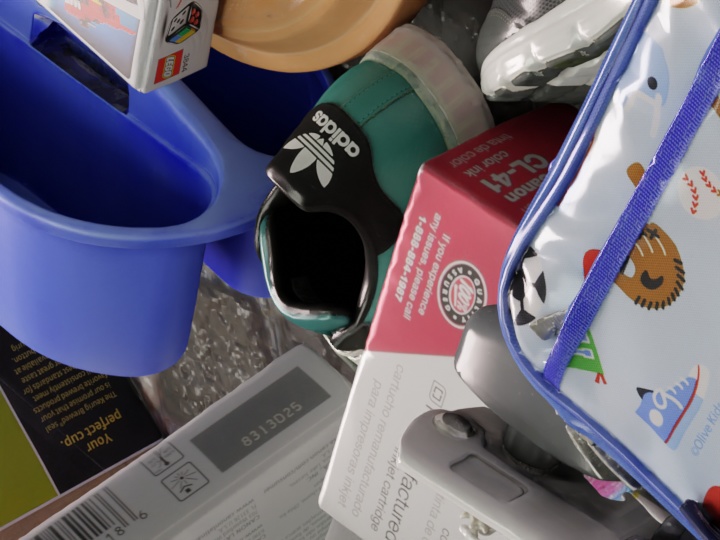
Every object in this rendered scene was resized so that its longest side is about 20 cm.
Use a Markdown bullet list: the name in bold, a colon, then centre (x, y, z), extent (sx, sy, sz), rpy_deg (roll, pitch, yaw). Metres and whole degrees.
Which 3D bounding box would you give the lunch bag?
- **lunch bag**: centre (0.121, -0.012, 0.775), extent (0.160, 0.076, 0.200), rpy_deg (44, 130, 22)

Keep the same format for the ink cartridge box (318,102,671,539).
- **ink cartridge box**: centre (0.097, 0.061, 0.927), extent (0.200, 0.086, 0.148), rpy_deg (35, 126, 28)

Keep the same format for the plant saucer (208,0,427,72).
- **plant saucer**: centre (-0.047, -0.160, 0.976), extent (0.200, 0.032, 0.200), rpy_deg (29, 134, 36)

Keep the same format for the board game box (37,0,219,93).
- **board game box**: centre (-0.118, -0.169, 1.001), extent (0.200, 0.035, 0.126), rpy_deg (42, 139, 26)

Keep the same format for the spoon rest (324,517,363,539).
- **spoon rest**: centre (0.009, 0.127, 0.996), extent (0.061, 0.200, 0.099), rpy_deg (-19, 101, 17)

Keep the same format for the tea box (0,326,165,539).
- **tea box**: centre (-0.220, 0.068, 1.250), extent (0.197, 0.200, 0.134), rpy_deg (60, 144, 3)

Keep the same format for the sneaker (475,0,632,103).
- **sneaker**: centre (0.092, -0.111, 0.878), extent (0.200, 0.074, 0.085), rpy_deg (141, 125, -59)

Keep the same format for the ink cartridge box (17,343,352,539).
- **ink cartridge box**: centre (-0.052, 0.143, 1.095), extent (0.050, 0.162, 0.200), rpy_deg (41, 157, 36)

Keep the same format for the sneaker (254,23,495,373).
- **sneaker**: centre (0.000, 0.000, 1.011), extent (0.071, 0.080, 0.200), rpy_deg (43, 158, 28)

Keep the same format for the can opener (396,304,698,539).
- **can opener**: centre (0.094, 0.084, 0.845), extent (0.200, 0.053, 0.067), rpy_deg (35, 123, 25)

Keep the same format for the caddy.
- **caddy**: centre (-0.098, -0.056, 1.073), extent (0.200, 0.141, 0.105), rpy_deg (36, 142, 31)
